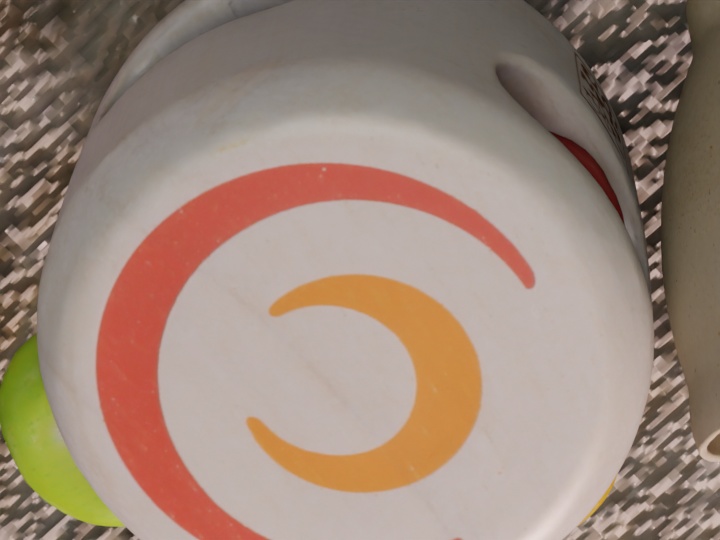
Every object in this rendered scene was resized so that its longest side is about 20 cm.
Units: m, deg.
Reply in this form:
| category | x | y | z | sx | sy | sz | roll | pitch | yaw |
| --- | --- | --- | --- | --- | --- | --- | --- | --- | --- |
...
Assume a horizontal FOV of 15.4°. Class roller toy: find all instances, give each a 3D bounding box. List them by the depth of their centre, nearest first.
| category | x | y | z | sx | sy | sz | roll | pitch | yaw |
| --- | --- | --- | --- | --- | --- | --- | --- | --- | --- |
| roller toy | 0.000 | 0.000 | 0.828 | 0.200 | 0.140 | 0.183 | 13 | 116 | -4 |

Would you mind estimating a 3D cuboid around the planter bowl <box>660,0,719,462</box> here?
| category | x | y | z | sx | sy | sz | roll | pitch | yaw |
| --- | --- | --- | --- | --- | --- | --- | --- | --- | --- |
| planter bowl | 0.174 | -0.040 | 0.790 | 0.200 | 0.200 | 0.135 | -20 | 77 | 9 |
